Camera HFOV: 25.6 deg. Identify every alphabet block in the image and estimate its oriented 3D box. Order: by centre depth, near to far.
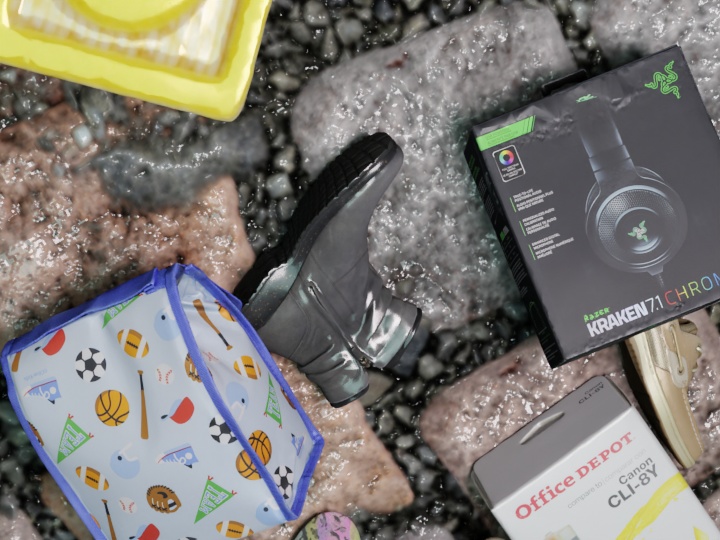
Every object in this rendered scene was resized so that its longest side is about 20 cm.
[{"bbox_3d":[-0.154,-0.230,1.071,0.193,0.200,0.198,12,102,-11],"label":"alphabet block"}]

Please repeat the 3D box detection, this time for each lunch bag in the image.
[{"bbox_3d":[-0.148,0.102,1.179,0.169,0.124,0.201,-24,113,22],"label":"lunch bag"}]

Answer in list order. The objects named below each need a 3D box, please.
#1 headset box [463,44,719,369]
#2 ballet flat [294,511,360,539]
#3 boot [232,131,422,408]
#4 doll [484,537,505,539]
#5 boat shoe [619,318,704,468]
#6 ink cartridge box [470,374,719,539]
[{"bbox_3d":[0.189,-0.052,1.199,0.173,0.093,0.202,-20,82,-3],"label":"headset box"},{"bbox_3d":[-0.050,0.296,1.289,0.069,0.071,0.202,23,100,-1],"label":"ballet flat"},{"bbox_3d":[0.000,0.000,1.231,0.131,0.070,0.200,35,108,-18],"label":"boot"},{"bbox_3d":[0.053,0.293,1.268,0.200,0.048,0.136,-45,73,-6],"label":"doll"},{"bbox_3d":[0.245,0.064,1.278,0.064,0.071,0.201,-23,105,-2],"label":"boat shoe"},{"bbox_3d":[0.204,0.212,1.302,0.145,0.083,0.201,-36,107,1],"label":"ink cartridge box"}]
